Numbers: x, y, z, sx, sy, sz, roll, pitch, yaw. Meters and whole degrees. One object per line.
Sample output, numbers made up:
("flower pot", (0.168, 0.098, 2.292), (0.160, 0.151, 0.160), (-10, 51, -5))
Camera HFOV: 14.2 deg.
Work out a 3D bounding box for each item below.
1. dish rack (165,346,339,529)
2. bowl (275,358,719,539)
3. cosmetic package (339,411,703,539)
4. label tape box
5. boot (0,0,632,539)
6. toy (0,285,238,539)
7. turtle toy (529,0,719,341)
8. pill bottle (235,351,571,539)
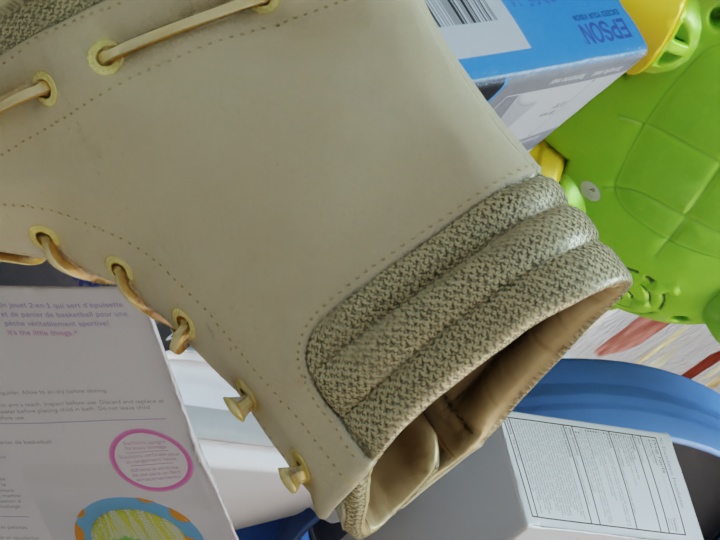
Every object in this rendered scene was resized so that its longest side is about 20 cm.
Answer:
("dish rack", (-0.083, 0.070, 0.952), (0.171, 0.044, 0.200), (-17, 166, 27))
("bowl", (0.065, 0.101, 1.086), (0.200, 0.039, 0.201), (-4, 143, -3))
("cosmetic package", (0.025, 0.121, 1.025), (0.082, 0.051, 0.200), (12, 140, -36))
("label tape box", (-0.029, -0.025, 0.862), (0.200, 0.063, 0.144), (-40, 167, 30))
("boot", (-0.049, 0.001, 0.664), (0.200, 0.156, 0.073), (-38, 169, 21))
("toy", (-0.081, 0.071, 0.831), (0.115, 0.200, 0.047), (-2, -143, 20))
("turtle toy", (0.125, -0.066, 0.947), (0.200, 0.145, 0.101), (-57, -167, 28))
("pill bottle", (-0.011, 0.086, 1.184), (0.200, 0.113, 0.112), (-21, 174, 21))
